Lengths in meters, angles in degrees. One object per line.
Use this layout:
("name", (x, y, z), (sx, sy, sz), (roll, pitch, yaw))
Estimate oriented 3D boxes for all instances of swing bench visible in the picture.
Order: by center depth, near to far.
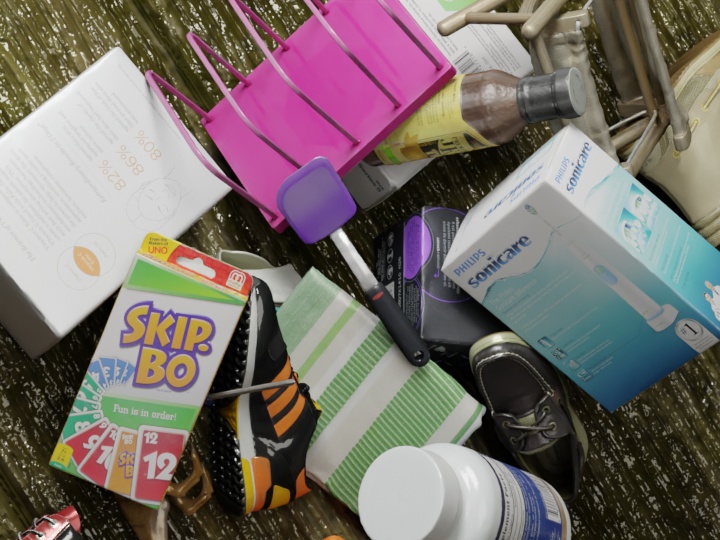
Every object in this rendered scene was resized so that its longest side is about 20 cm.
("swing bench", (0.201, -0.178, 1.442), (0.200, 0.129, 0.200), (-39, 120, -27))

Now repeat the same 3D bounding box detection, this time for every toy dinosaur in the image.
("toy dinosaur", (-0.173, 0.193, 1.328), (0.105, 0.060, 0.202), (-20, 85, -3))

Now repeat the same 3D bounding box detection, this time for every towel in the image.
("towel", (-0.009, 0.115, 1.383), (0.199, 0.023, 0.153), (38, 101, -9))

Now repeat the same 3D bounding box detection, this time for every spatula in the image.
("spatula", (0.000, 0.000, 1.332), (0.056, 0.021, 0.201), (-33, 104, 1))

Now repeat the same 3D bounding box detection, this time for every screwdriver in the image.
("screwdriver", (-0.113, 0.101, 1.287), (0.029, 0.199, 0.028), (-28, 99, -34))

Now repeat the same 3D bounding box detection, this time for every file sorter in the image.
("file sorter", (-0.054, -0.164, 1.319), (0.200, 0.125, 0.139), (-41, 57, 9))

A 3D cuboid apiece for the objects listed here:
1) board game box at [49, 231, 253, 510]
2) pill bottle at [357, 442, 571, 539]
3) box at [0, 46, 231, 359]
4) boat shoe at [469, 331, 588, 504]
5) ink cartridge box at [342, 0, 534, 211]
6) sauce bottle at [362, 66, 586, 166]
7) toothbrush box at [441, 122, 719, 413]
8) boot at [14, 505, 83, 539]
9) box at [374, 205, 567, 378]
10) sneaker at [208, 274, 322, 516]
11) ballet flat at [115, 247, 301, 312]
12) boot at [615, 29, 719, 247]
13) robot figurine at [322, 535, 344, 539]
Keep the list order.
("board game box", (-0.163, 0.078, 1.272), (0.095, 0.030, 0.202), (23, 94, -5))
("pill bottle", (0.085, 0.206, 1.344), (0.199, 0.110, 0.112), (27, 63, -51))
("box", (-0.233, -0.054, 1.324), (0.200, 0.106, 0.153), (-42, 96, -26))
("boat shoe", (0.154, 0.130, 1.411), (0.200, 0.073, 0.065), (52, 24, -40))
("ink cartridge box", (0.040, -0.175, 1.481), (0.200, 0.084, 0.146), (-40, 94, -26))
("sauce bottle", (0.088, -0.131, 1.340), (0.065, 0.198, 0.066), (22, 64, -57))
("toothbrush box", (0.191, 0.001, 1.341), (0.199, 0.146, 0.086), (38, 44, -10))
("boot", (-0.297, 0.221, 1.253), (0.199, 0.072, 0.145), (39, 65, -18))
("box", (0.121, 0.023, 1.454), (0.198, 0.106, 0.124), (7, 74, -21))
("sneaker", (-0.074, 0.099, 1.338), (0.089, 0.070, 0.203), (-6, 105, -32))
("ballet flat", (-0.127, 0.013, 1.365), (0.199, 0.069, 0.070), (7, 73, -41))
("boot", (0.359, -0.137, 1.612), (0.155, 0.073, 0.200), (45, 67, -6))
("robot figurine", (0.021, 0.311, 1.337), (0.200, 0.144, 0.117), (43, 104, -8))
